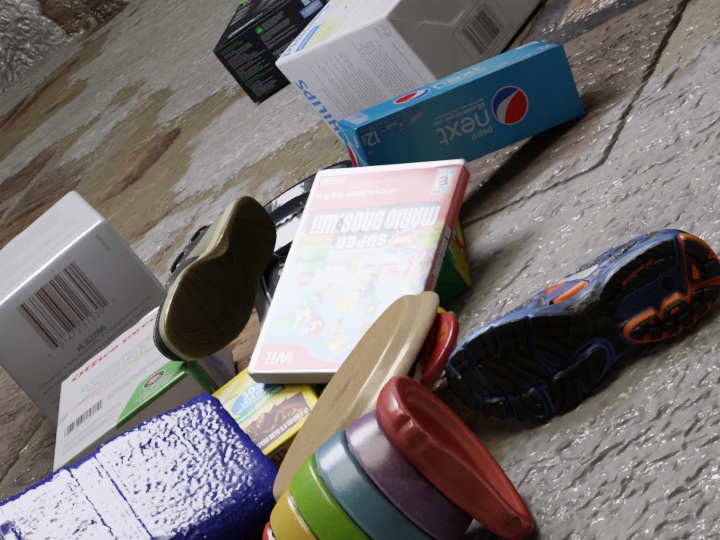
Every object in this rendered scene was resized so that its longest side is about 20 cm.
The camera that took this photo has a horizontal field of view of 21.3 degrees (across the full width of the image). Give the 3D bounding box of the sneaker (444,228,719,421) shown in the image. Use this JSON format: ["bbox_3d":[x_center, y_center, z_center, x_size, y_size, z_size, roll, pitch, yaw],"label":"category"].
[{"bbox_3d":[0.147,0.035,1.262,0.200,0.075,0.078,-27,11,15],"label":"sneaker"}]

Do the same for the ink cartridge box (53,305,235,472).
[{"bbox_3d":[-0.183,0.120,1.657,0.145,0.084,0.200,-37,19,6],"label":"ink cartridge box"}]

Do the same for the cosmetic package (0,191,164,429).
[{"bbox_3d":[-0.281,0.045,1.896,0.167,0.166,0.200,-41,19,-6],"label":"cosmetic package"}]

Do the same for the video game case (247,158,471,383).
[{"bbox_3d":[0.000,0.000,1.517,0.143,0.017,0.200,-3,55,32],"label":"video game case"}]

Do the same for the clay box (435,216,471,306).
[{"bbox_3d":[0.029,-0.011,1.611,0.115,0.048,0.200,-34,20,11],"label":"clay box"}]

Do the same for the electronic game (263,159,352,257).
[{"bbox_3d":[-0.065,-0.047,1.891,0.200,0.042,0.200,-32,13,8],"label":"electronic game"}]

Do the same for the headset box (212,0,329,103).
[{"bbox_3d":[-0.082,-0.336,2.527,0.174,0.093,0.200,-30,20,24],"label":"headset box"}]

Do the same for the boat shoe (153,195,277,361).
[{"bbox_3d":[-0.130,0.015,1.626,0.066,0.072,0.201,-31,22,36],"label":"boat shoe"}]

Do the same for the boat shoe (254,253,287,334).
[{"bbox_3d":[-0.051,0.026,1.641,0.068,0.072,0.200,-41,20,10],"label":"boat shoe"}]

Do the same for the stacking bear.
[{"bbox_3d":[-0.011,0.170,1.180,0.200,0.121,0.114,-44,19,9],"label":"stacking bear"}]

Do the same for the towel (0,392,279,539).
[{"bbox_3d":[-0.163,0.183,1.425,0.200,0.050,0.148,-29,42,-15],"label":"towel"}]

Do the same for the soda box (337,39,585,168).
[{"bbox_3d":[0.087,-0.132,1.663,0.200,0.068,0.064,-23,15,-10],"label":"soda box"}]

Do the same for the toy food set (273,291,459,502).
[{"bbox_3d":[0.005,0.098,1.342,0.198,0.049,0.200,-54,6,16],"label":"toy food set"}]

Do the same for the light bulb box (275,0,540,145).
[{"bbox_3d":[0.052,-0.255,2.022,0.200,0.125,0.198,-15,31,53],"label":"light bulb box"}]

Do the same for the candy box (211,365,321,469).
[{"bbox_3d":[-0.117,0.146,1.513,0.200,0.026,0.102,-38,37,5],"label":"candy box"}]
